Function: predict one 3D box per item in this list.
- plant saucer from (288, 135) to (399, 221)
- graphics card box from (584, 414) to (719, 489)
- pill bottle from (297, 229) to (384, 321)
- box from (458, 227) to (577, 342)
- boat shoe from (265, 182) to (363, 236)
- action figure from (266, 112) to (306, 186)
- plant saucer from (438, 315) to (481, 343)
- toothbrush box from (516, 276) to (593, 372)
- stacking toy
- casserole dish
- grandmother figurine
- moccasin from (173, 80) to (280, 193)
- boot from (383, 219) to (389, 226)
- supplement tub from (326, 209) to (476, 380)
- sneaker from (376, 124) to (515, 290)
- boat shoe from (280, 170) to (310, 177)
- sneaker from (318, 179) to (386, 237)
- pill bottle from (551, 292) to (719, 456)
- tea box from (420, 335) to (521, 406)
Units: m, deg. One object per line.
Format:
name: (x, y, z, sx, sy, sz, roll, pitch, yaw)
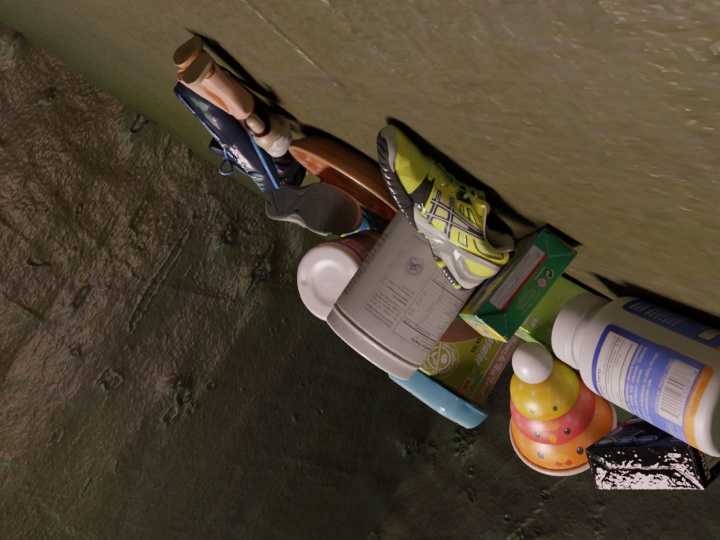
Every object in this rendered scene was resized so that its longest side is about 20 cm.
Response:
plant saucer: (-0.009, -0.130, 1.014, 0.199, 0.038, 0.200, 33, 178, 1)
graphics card box: (0.356, 0.185, 0.805, 0.199, 0.051, 0.125, -16, 178, -41)
pill bottle: (0.000, 0.000, 1.090, 0.113, 0.115, 0.200, 31, -158, 18)
box: (0.166, 0.018, 0.807, 0.048, 0.118, 0.200, 39, 178, 5)
boat shoe: (-0.065, -0.093, 1.109, 0.201, 0.075, 0.064, 10, 180, 44)
action figure: (-0.153, -0.199, 1.116, 0.130, 0.070, 0.200, 36, 177, 32)
plant saucer: (0.107, 0.007, 0.993, 0.199, 0.201, 0.035, 31, 139, 10)
toothbrush box: (0.294, 0.086, 0.930, 0.199, 0.087, 0.146, 32, 178, 17)
stacking toy: (0.235, 0.158, 0.928, 0.146, 0.146, 0.200, 29, 162, 47)
casserole dish: (0.116, 0.193, 1.150, 0.121, 0.039, 0.199, 34, 177, -39)
grandmother figurine: (-0.153, -0.210, 0.917, 0.200, 0.060, 0.122, 40, -156, -53)
moccasin: (-0.183, -0.189, 1.007, 0.201, 0.068, 0.081, 58, -171, -25)
boot: (0.029, -0.070, 1.363, 0.106, 0.076, 0.200, 27, 176, 6)
supplement tub: (0.065, 0.013, 0.866, 0.131, 0.201, 0.132, 35, -175, -4)
sneaker: (0.086, -0.072, 0.737, 0.200, 0.076, 0.076, 50, -156, -28)
boat shoe: (-0.181, -0.203, 1.273, 0.199, 0.074, 0.076, 31, 177, 22)
sneaker: (0.006, -0.075, 1.201, 0.200, 0.076, 0.105, 47, 167, -18)
pill bottle: (0.296, 0.093, 0.737, 0.112, 0.113, 0.200, 33, 178, -37)
tea box: (0.152, 0.076, 1.159, 0.196, 0.201, 0.134, 30, 177, 1)
